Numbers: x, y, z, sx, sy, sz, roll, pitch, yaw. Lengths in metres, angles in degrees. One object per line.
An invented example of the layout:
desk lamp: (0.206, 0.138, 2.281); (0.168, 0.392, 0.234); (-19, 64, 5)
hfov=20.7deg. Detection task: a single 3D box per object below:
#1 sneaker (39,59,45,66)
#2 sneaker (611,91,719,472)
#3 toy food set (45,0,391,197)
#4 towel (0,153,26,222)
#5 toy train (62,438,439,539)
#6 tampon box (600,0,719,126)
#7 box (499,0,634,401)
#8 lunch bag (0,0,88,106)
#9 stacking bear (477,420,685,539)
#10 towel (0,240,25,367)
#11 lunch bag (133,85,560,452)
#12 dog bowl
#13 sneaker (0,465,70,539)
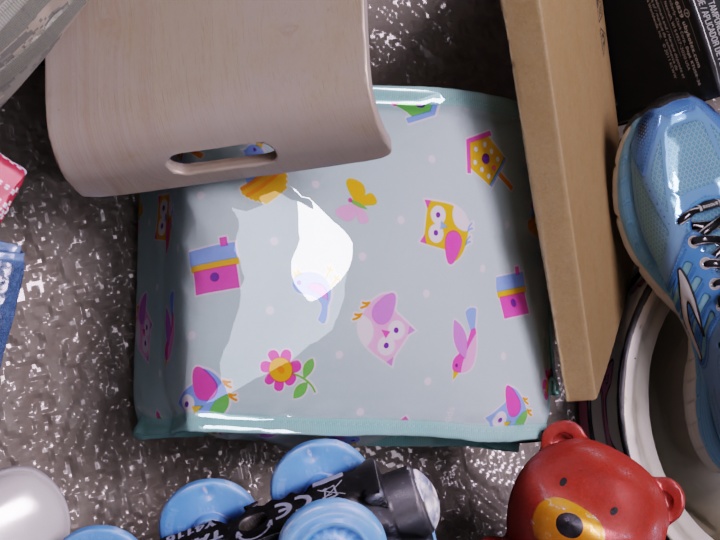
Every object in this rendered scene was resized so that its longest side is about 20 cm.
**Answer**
sneaker: (-0.096, -0.180, 0.932); (0.201, 0.067, 0.108); (-29, 84, -18)
sneaker: (0.186, 0.008, 0.946); (0.078, 0.090, 0.201); (-21, 93, -12)
toy food set: (-0.059, -0.138, 0.848); (0.143, 0.060, 0.201); (-6, 78, 17)
towel: (-0.245, 0.006, 0.801); (0.144, 0.022, 0.201); (35, 77, -21)
toy train: (-0.052, 0.153, 0.855); (0.199, 0.087, 0.115); (-21, 111, 2)
tampon box: (0.202, -0.180, 1.043); (0.199, 0.126, 0.151); (-24, 96, -27)
box: (0.103, -0.063, 0.948); (0.164, 0.021, 0.201); (-60, 143, -62)
lunch bag: (-0.147, -0.152, 0.726); (0.117, 0.200, 0.164); (39, 88, 4)
stacking bear: (0.072, 0.170, 0.915); (0.121, 0.114, 0.201); (31, 94, 21)
towel: (-0.246, 0.017, 0.840); (0.199, 0.048, 0.112); (18, 77, -24)
lunch bag: (0.000, 0.000, 0.927); (0.199, 0.122, 0.171); (3, 82, -21)
dog bowl: (0.202, 0.072, 1.047); (0.199, 0.074, 0.201); (3, 84, -26)
sneaker: (-0.189, 0.162, 0.834); (0.073, 0.085, 0.200); (49, 64, -12)
